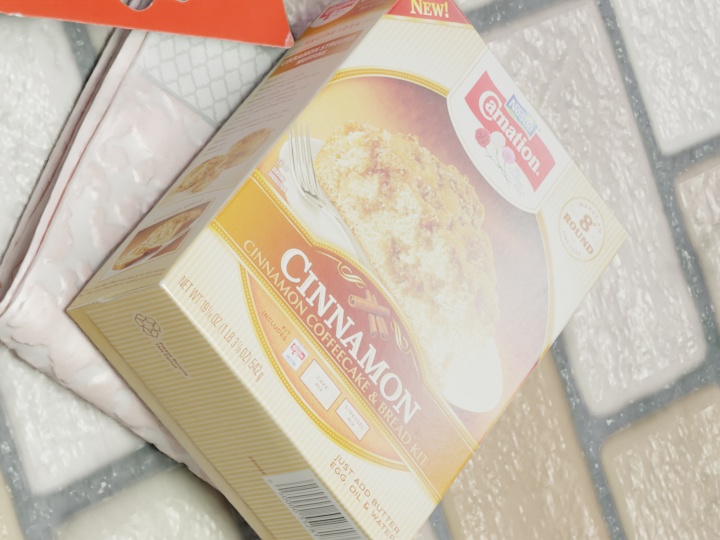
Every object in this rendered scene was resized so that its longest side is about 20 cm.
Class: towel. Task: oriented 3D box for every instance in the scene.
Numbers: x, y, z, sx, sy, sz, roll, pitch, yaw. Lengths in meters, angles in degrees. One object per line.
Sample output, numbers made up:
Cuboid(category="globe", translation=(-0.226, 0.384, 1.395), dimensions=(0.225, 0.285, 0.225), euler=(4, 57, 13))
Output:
Cuboid(category="towel", translation=(-0.046, -0.006, 1.221), dimensions=(0.200, 0.032, 0.192), euler=(36, 62, -28))

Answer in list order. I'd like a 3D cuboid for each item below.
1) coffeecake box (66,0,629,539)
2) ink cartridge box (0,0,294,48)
Cuboid(category="coffeecake box", translation=(0.000, 0.000, 1.189), dimensions=(0.154, 0.073, 0.200), euler=(51, 55, -19))
Cuboid(category="ink cartridge box", translation=(-0.093, -0.199, 1.182), dimensions=(0.162, 0.050, 0.201), euler=(4, 68, -38))
